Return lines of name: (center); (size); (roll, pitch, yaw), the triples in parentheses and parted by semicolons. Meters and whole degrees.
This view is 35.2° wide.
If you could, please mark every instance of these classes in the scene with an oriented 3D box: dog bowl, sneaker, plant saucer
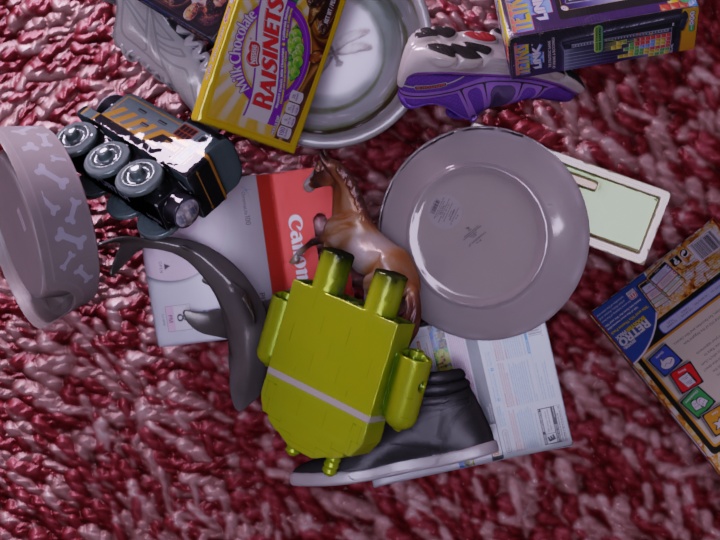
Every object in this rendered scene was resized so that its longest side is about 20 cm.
dog bowl: (-0.310, -0.047, 1.091); (0.059, 0.200, 0.200); (-19, 93, -28)
sneaker: (0.120, -0.180, 1.077); (0.200, 0.081, 0.083); (0, 130, -27)
plant saucer: (-0.030, -0.218, 1.095); (0.200, 0.050, 0.200); (0, 95, 4)
sneaker: (-0.194, -0.218, 1.115); (0.081, 0.075, 0.200); (-26, 85, -9)
sneaker: (0.023, 0.145, 1.074); (0.200, 0.071, 0.099); (-15, 81, 10)

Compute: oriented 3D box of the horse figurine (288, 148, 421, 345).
horse figurine: (0.000, 0.000, 1.067); (0.200, 0.050, 0.133); (51, 124, 23)

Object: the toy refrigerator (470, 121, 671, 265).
toy refrigerator: (0.189, -0.075, 1.100); (0.200, 0.070, 0.076); (21, 96, 4)

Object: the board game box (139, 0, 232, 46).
board game box: (-0.176, -0.314, 1.070); (0.200, 0.035, 0.136); (32, 89, 12)

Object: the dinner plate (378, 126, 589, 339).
dinner plate: (0.110, -0.033, 1.056); (0.200, 0.024, 0.200); (2, 96, 18)

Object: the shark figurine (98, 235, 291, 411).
shark figurine: (-0.137, 0.019, 1.084); (0.128, 0.089, 0.215); (-43, 101, -8)

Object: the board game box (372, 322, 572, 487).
board game box: (0.095, 0.119, 1.126); (0.200, 0.064, 0.148); (-12, 93, 4)

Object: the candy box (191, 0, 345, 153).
candy box: (-0.076, -0.217, 1.040); (0.102, 0.026, 0.200); (16, 96, -24)

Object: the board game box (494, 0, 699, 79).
board game box: (0.202, -0.275, 1.038); (0.165, 0.057, 0.200); (-9, 55, 7)

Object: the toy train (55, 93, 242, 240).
toy train: (-0.207, -0.107, 1.091); (0.200, 0.085, 0.114); (30, 62, 36)

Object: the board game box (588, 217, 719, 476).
board game box: (0.338, 0.074, 1.072); (0.151, 0.046, 0.200); (-38, 66, 7)

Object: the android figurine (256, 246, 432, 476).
android figurine: (-0.022, 0.086, 1.030); (0.182, 0.041, 0.200); (20, 102, 32)

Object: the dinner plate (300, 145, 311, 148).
dinner plate: (-0.034, -0.221, 1.132); (0.200, 0.024, 0.200); (0, 93, 5)

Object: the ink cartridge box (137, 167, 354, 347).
ink cartridge box: (-0.116, -0.016, 1.142); (0.200, 0.057, 0.163); (-8, 93, 10)
